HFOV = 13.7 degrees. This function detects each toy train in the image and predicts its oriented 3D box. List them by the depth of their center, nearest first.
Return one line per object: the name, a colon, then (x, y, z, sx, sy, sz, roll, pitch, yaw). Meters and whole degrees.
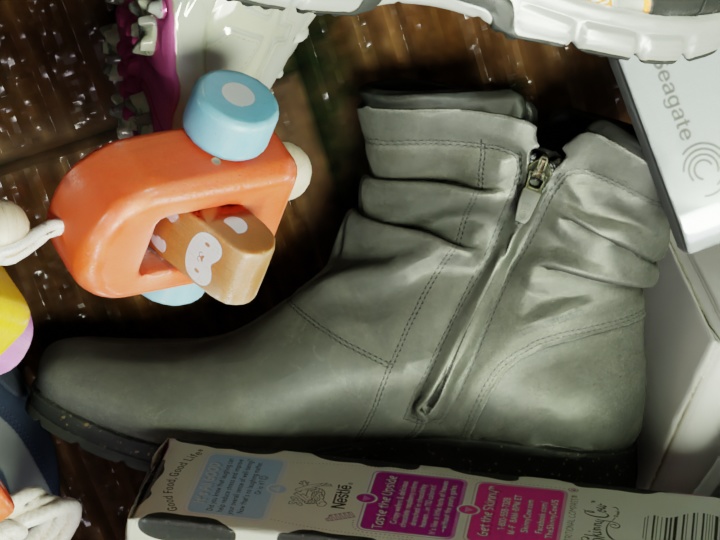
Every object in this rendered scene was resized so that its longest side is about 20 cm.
toy train: (-0.088, 0.040, 0.822, 0.150, 0.056, 0.200, -8, 139, -39)

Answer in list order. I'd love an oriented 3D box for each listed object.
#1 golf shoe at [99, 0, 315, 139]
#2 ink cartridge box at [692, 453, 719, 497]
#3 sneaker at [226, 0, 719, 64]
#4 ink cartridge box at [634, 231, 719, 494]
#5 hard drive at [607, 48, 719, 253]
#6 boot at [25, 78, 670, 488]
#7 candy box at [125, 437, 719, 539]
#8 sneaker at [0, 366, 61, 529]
golf shoe: (-0.024, -0.097, 0.836, 0.091, 0.075, 0.200, -3, 129, -16)
ink cartridge box: (0.181, 0.116, 0.968, 0.200, 0.057, 0.163, 12, 123, -33)
sneaker: (0.036, -0.105, 0.779, 0.200, 0.074, 0.080, 3, 116, -33)
ink cartridge box: (0.140, 0.084, 1.010, 0.146, 0.083, 0.200, 7, 125, -19)
hard drive: (0.164, -0.102, 0.869, 0.200, 0.027, 0.132, -21, 98, 1)
boot: (0.000, 0.000, 0.929, 0.200, 0.068, 0.131, 5, 106, 1)
candy box: (0.031, 0.131, 0.890, 0.200, 0.061, 0.136, 6, 112, 6)
sneaker: (-0.124, 0.108, 0.961, 0.070, 0.082, 0.200, -11, 129, -3)
